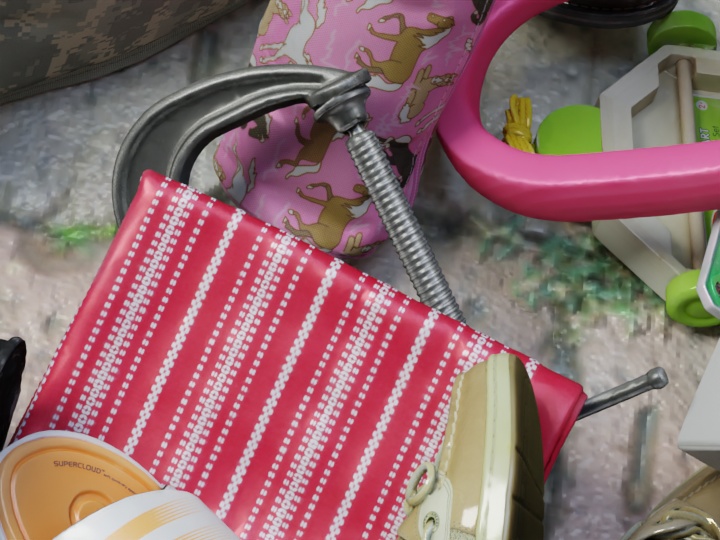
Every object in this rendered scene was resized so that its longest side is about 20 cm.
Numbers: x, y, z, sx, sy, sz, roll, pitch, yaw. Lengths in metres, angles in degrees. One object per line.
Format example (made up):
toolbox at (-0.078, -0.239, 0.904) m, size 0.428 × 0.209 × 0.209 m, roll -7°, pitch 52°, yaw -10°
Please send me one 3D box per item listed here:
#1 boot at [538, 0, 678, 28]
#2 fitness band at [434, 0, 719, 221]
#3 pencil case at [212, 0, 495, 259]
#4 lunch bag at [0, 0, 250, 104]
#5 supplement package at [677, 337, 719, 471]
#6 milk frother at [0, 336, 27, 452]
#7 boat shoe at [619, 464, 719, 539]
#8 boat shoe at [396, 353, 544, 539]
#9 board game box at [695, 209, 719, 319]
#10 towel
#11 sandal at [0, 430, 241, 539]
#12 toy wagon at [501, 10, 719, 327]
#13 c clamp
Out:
boot at (0.077, -0.219, 1.222) m, size 0.069 × 0.174 × 0.200 m, roll -33°, pitch 62°, yaw -31°
fitness band at (0.125, -0.089, 1.155) m, size 0.200 × 0.037 × 0.144 m, roll -6°, pitch 55°, yaw 21°
pencil case at (0.009, -0.101, 1.125) m, size 0.083 × 0.200 × 0.087 m, roll -4°, pitch 42°, yaw -41°
lunch bag at (-0.087, -0.178, 1.171) m, size 0.200 × 0.164 × 0.118 m, roll -19°, pitch 66°, yaw -24°
supplement package at (0.250, 0.059, 1.066) m, size 0.200 × 0.121 × 0.120 m, roll 28°, pitch 78°, yaw -18°
milk frother at (-0.232, 0.055, 0.965) m, size 0.188 × 0.200 × 0.181 m, roll 19°, pitch 59°, yaw 0°
boat shoe at (0.127, 0.129, 1.079) m, size 0.072 × 0.065 × 0.200 m, roll 41°, pitch 58°, yaw 15°
boat shoe at (0.028, 0.127, 1.007) m, size 0.063 × 0.073 × 0.201 m, roll 4°, pitch 80°, yaw 15°
board game box at (0.250, -0.017, 1.187) m, size 0.200 × 0.026 × 0.200 m, roll 33°, pitch 53°, yaw -16°
towel at (-0.027, 0.066, 1.067) m, size 0.200 × 0.022 × 0.145 m, roll 27°, pitch 88°, yaw 5°
sandal at (-0.055, 0.137, 1.008) m, size 0.079 × 0.059 × 0.207 m, roll -35°, pitch 86°, yaw -41°
toy wagon at (0.157, -0.044, 1.217) m, size 0.200 × 0.040 × 0.155 m, roll 6°, pitch 56°, yaw -8°
c clamp at (0.000, 0.000, 1.092) m, size 0.171 × 0.027 × 0.200 m, roll -31°, pitch 92°, yaw 14°
